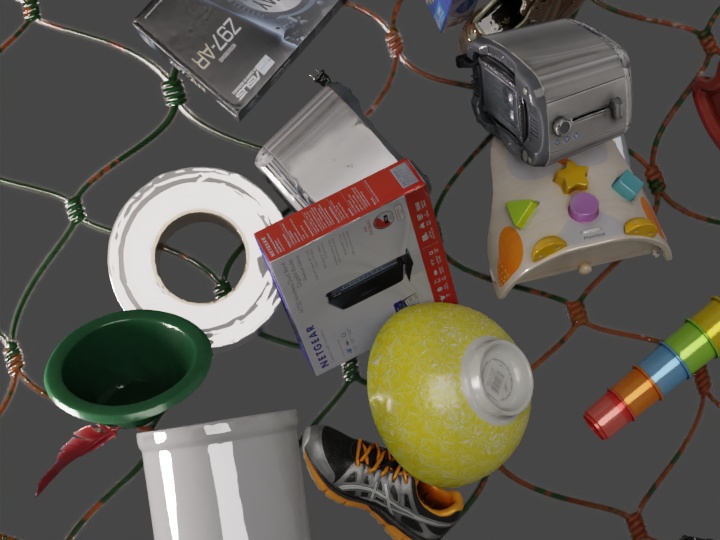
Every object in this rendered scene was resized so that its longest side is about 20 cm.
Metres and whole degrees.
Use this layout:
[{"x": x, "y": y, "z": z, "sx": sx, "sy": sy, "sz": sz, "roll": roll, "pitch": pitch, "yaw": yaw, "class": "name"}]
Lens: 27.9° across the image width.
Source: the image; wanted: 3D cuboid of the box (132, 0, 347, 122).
[{"x": -0.132, "y": -0.294, "z": 1.634, "sx": 0.160, "sy": 0.044, "sz": 0.200, "roll": 41, "pitch": 82, "yaw": 3, "class": "box"}]

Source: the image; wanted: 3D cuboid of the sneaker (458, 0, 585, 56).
[{"x": 0.199, "y": -0.305, "z": 1.638, "sx": 0.200, "sy": 0.076, "sz": 0.070, "roll": -40, "pitch": 86, "yaw": -7, "class": "sneaker"}]

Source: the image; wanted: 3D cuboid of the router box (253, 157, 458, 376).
[{"x": 0.000, "y": 0.000, "z": 1.532, "sx": 0.179, "sy": 0.200, "sz": 0.049, "roll": -27, "pitch": 49, "yaw": -6, "class": "router box"}]

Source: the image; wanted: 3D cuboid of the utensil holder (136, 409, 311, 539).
[{"x": -0.136, "y": 0.255, "z": 1.504, "sx": 0.169, "sy": 0.170, "sz": 0.201, "roll": -7, "pitch": 86, "yaw": -4, "class": "utensil holder"}]

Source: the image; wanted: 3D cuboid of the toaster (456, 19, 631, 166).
[{"x": 0.200, "y": -0.196, "z": 1.541, "sx": 0.129, "sy": 0.200, "sz": 0.114, "roll": -17, "pitch": 121, "yaw": -16, "class": "toaster"}]

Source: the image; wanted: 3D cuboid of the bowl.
[{"x": 0.115, "y": 0.121, "z": 1.514, "sx": 0.200, "sy": 0.108, "sz": 0.201, "roll": 13, "pitch": 68, "yaw": -36, "class": "bowl"}]

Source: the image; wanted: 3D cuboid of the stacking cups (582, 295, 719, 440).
[{"x": 0.335, "y": 0.114, "z": 1.606, "sx": 0.200, "sy": 0.061, "sz": 0.061, "roll": -41, "pitch": 86, "yaw": -3, "class": "stacking cups"}]

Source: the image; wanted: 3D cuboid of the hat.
[{"x": -0.236, "y": 0.156, "z": 1.521, "sx": 0.199, "sy": 0.176, "sz": 0.166, "roll": 17, "pitch": 44, "yaw": 29, "class": "hat"}]

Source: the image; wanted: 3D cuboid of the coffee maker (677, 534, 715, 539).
[{"x": 0.362, "y": 0.384, "z": 1.501, "sx": 0.134, "sy": 0.192, "sz": 0.201, "roll": 10, "pitch": 78, "yaw": 26, "class": "coffee maker"}]

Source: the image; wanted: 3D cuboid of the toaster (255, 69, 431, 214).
[{"x": -0.026, "y": -0.110, "z": 1.583, "sx": 0.129, "sy": 0.114, "sz": 0.200, "roll": -41, "pitch": 88, "yaw": -5, "class": "toaster"}]

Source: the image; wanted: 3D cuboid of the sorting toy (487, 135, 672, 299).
[{"x": 0.224, "y": -0.086, "z": 1.580, "sx": 0.199, "sy": 0.107, "sz": 0.181, "roll": -13, "pitch": 65, "yaw": -5, "class": "sorting toy"}]

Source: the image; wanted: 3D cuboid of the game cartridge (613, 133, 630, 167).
[{"x": 0.231, "y": -0.142, "z": 1.640, "sx": 0.133, "sy": 0.041, "sz": 0.201, "roll": -15, "pitch": 84, "yaw": -9, "class": "game cartridge"}]

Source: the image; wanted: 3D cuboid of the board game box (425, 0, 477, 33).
[{"x": 0.073, "y": -0.381, "z": 1.579, "sx": 0.041, "sy": 0.200, "sz": 0.200, "roll": -24, "pitch": 84, "yaw": -6, "class": "board game box"}]

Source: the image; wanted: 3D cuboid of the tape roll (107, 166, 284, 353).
[{"x": -0.173, "y": -0.009, "z": 1.582, "sx": 0.202, "sy": 0.071, "sz": 0.203, "roll": 0, "pitch": 83, "yaw": -4, "class": "tape roll"}]

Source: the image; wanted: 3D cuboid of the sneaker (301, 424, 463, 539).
[{"x": 0.024, "y": 0.218, "z": 1.534, "sx": 0.200, "sy": 0.078, "sz": 0.077, "roll": 35, "pitch": 125, "yaw": -20, "class": "sneaker"}]

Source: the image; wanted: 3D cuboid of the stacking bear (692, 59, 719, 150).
[{"x": 0.497, "y": -0.201, "z": 1.629, "sx": 0.199, "sy": 0.121, "sz": 0.114, "roll": -17, "pitch": 82, "yaw": -13, "class": "stacking bear"}]
